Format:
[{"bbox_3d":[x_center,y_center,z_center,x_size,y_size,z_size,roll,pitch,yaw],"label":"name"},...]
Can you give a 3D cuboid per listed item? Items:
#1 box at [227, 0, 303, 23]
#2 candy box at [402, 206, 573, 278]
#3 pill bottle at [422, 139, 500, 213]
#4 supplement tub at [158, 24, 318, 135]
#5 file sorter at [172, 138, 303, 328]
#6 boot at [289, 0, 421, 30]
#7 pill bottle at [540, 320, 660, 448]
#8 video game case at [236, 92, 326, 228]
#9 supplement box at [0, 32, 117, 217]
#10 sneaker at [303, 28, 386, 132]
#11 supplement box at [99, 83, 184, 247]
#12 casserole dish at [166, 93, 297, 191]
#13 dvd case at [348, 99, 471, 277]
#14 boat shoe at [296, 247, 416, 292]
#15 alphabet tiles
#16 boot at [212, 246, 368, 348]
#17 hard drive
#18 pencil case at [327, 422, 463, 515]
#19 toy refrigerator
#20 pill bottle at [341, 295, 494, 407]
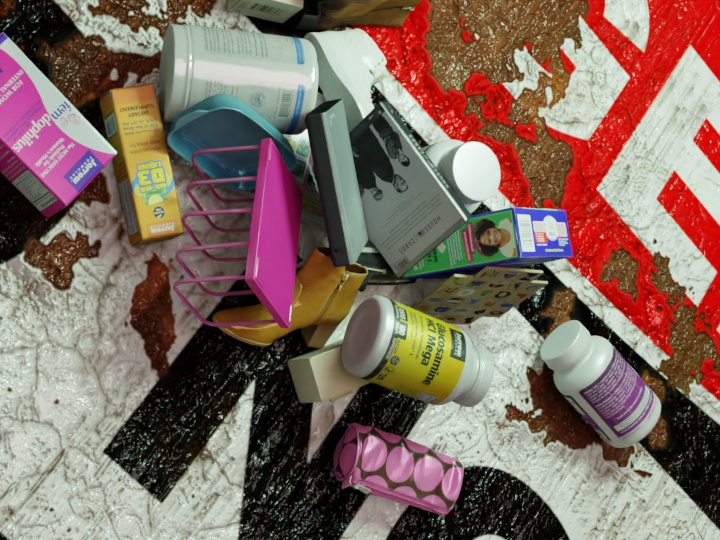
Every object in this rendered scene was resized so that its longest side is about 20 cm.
[{"bbox_3d":[-0.130,-0.468,1.651,0.093,0.077,0.204,5,82,-27],"label":"box"},{"bbox_3d":[0.180,-0.037,1.679,0.168,0.197,0.079,-1,80,-54],"label":"candy box"},{"bbox_3d":[0.113,-0.125,1.677,0.110,0.199,0.114,4,82,-28],"label":"pill bottle"},{"bbox_3d":[-0.165,-0.256,1.563,0.196,0.132,0.135,4,82,-19],"label":"supplement tub"},{"bbox_3d":[-0.160,-0.043,1.509,0.139,0.123,0.203,60,30,-58],"label":"file sorter"},{"bbox_3d":[0.018,-0.396,1.665,0.197,0.188,0.070,-6,69,-28],"label":"boot"},{"bbox_3d":[0.377,0.176,1.840,0.200,0.112,0.113,46,65,-17],"label":"pill bottle"},{"bbox_3d":[-0.070,-0.165,1.681,0.197,0.024,0.185,20,75,-27],"label":"video game case"},{"bbox_3d":[-0.416,-0.177,1.445,0.200,0.103,0.102,47,64,-18],"label":"supplement box"},{"bbox_3d":[0.006,-0.264,1.687,0.114,0.074,0.203,-18,79,-36],"label":"sneaker"},{"bbox_3d":[-0.287,-0.138,1.532,0.066,0.069,0.204,-13,93,-27],"label":"supplement box"},{"bbox_3d":[-0.168,-0.171,1.535,0.199,0.120,0.039,34,40,-50],"label":"casserole dish"},{"bbox_3d":[0.045,-0.112,1.617,0.201,0.150,0.025,54,36,4],"label":"dvd case"},{"bbox_3d":[0.000,0.000,1.671,0.197,0.075,0.061,-8,82,-29],"label":"boat shoe"},{"bbox_3d":[0.171,0.038,1.695,0.164,0.200,0.006,3,64,-28],"label":"alphabet tiles"},{"bbox_3d":[-0.093,0.030,1.581,0.199,0.071,0.146,9,118,-37],"label":"boot"},{"bbox_3d":[-0.031,-0.121,1.562,0.032,0.140,0.204,-8,104,11],"label":"hard drive"},{"bbox_3d":[0.056,0.291,1.663,0.197,0.091,0.095,20,40,-24],"label":"pencil case"},{"bbox_3d":[0.003,0.128,1.658,0.198,0.076,0.071,-19,93,-30],"label":"toy refrigerator"},{"bbox_3d":[0.082,0.118,1.596,0.198,0.112,0.114,22,74,-26],"label":"pill bottle"}]
